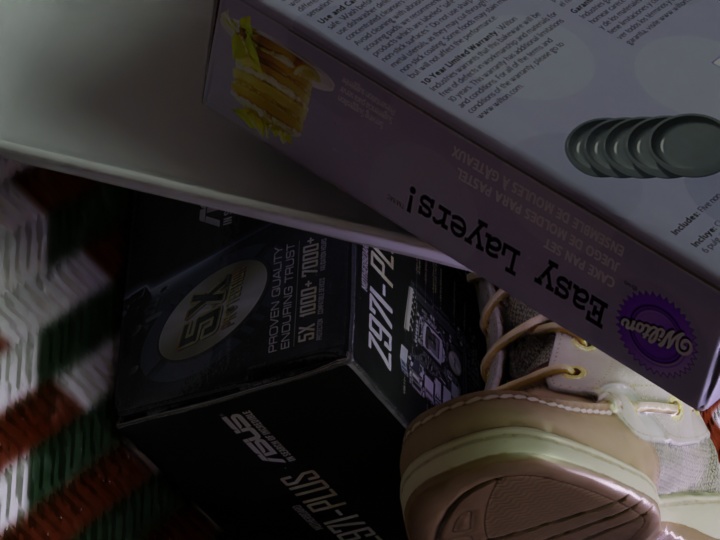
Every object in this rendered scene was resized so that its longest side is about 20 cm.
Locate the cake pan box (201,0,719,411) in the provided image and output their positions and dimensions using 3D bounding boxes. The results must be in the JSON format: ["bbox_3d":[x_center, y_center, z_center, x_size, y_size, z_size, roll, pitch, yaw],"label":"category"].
[{"bbox_3d":[0.083,-0.065,0.878,0.200,0.184,0.052,-38,152,-42],"label":"cake pan box"}]

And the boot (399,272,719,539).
[{"bbox_3d":[0.055,0.014,0.920,0.200,0.072,0.155,21,55,-63],"label":"boot"}]

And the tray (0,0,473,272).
[{"bbox_3d":[-0.023,-0.044,0.883,0.108,0.199,0.022,-74,177,-52],"label":"tray"}]

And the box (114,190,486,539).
[{"bbox_3d":[0.000,0.000,1.001,0.164,0.086,0.201,49,34,-46],"label":"box"}]
